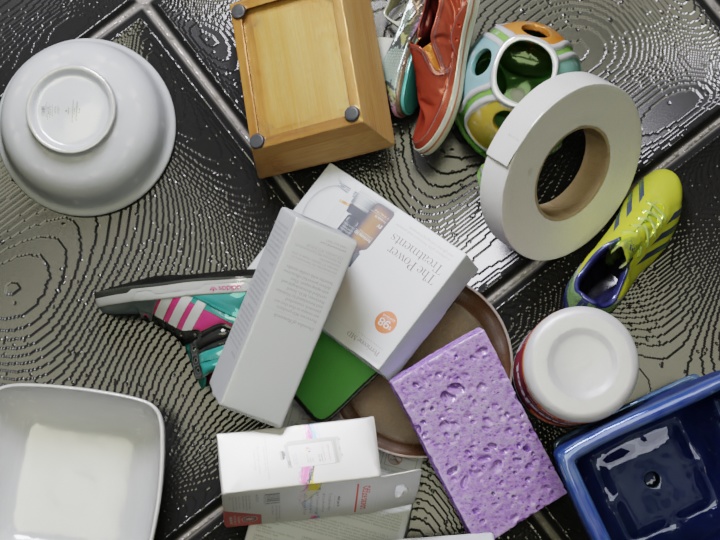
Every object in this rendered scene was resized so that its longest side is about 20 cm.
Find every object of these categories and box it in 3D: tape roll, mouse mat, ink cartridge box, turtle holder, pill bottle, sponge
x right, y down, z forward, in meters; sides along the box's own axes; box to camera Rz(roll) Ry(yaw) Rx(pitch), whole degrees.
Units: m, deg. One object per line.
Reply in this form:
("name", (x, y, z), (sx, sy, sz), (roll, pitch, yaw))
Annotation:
("tape roll", (0.209, -0.107, 1.658), (0.203, 0.203, 0.037), (-49, 48, -5))
("mouse mat", (-0.016, 0.046, 1.697), (0.200, 0.008, 0.161), (-42, 60, -2))
("ink cartridge box", (-0.043, 0.203, 1.619), (0.199, 0.117, 0.068), (-5, 65, -6))
("turtle holder", (0.156, -0.179, 1.694), (0.141, 0.132, 0.186), (43, 85, 6))
("pill bottle", (0.213, 0.101, 1.620), (0.112, 0.200, 0.113), (0, 83, 1))
("ink cartridge box", (-0.020, 0.228, 1.697), (0.162, 0.057, 0.201), (15, 62, 4))
("sponge", (0.121, 0.172, 1.643), (0.111, 0.030, 0.200), (-29, 100, -8))

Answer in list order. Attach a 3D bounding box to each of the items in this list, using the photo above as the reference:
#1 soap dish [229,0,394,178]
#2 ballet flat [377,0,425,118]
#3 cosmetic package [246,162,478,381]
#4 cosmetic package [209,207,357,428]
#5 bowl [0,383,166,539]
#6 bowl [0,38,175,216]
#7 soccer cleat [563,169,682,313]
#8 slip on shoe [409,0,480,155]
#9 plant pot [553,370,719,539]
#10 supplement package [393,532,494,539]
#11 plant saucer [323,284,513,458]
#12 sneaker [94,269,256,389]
("soap dish", (-0.058, -0.214, 1.709), (0.157, 0.081, 0.201), (-12, 79, 17))
("ballet flat", (0.054, -0.262, 1.747), (0.071, 0.069, 0.201), (16, 79, 22))
("cosmetic package", (0.000, 0.000, 1.679), (0.200, 0.052, 0.151), (35, 86, 29))
("cosmetic package", (-0.079, 0.045, 1.600), (0.071, 0.101, 0.201), (22, 94, -13))
("bowl", (-0.303, 0.225, 1.680), (0.199, 0.075, 0.201), (7, 82, 3))
("bowl", (-0.303, -0.164, 1.725), (0.200, 0.090, 0.202), (0, 82, 1))
("soccer cleat", (0.285, -0.028, 1.689), (0.065, 0.084, 0.200), (35, 76, 8))
("slip on shoe", (0.078, -0.222, 1.684), (0.061, 0.074, 0.201), (7, 102, -17))
("plant pot", (0.310, 0.218, 1.604), (0.199, 0.180, 0.201), (-25, 91, -1))
("supplement package", (0.051, 0.387, 1.579), (0.190, 0.147, 0.201), (-5, 108, 1))
("plant saucer", (0.062, 0.102, 1.698), (0.199, 0.034, 0.201), (-1, 74, 4))
("sneaker", (-0.184, 0.066, 1.698), (0.199, 0.084, 0.121), (-4, 97, 21))
